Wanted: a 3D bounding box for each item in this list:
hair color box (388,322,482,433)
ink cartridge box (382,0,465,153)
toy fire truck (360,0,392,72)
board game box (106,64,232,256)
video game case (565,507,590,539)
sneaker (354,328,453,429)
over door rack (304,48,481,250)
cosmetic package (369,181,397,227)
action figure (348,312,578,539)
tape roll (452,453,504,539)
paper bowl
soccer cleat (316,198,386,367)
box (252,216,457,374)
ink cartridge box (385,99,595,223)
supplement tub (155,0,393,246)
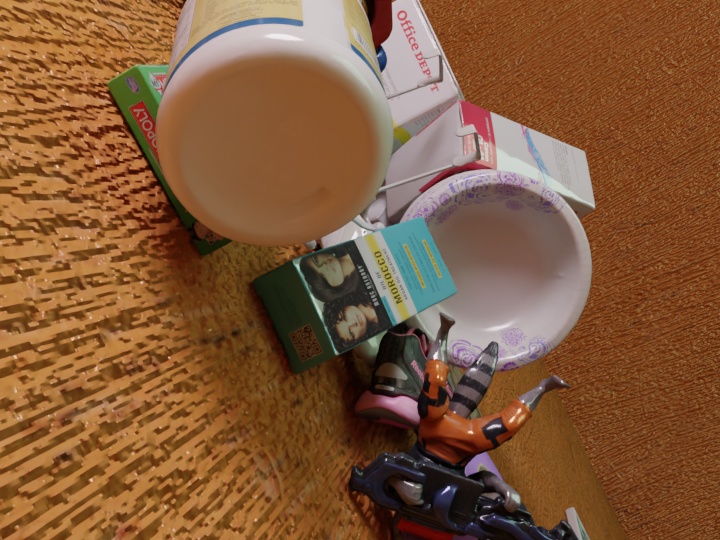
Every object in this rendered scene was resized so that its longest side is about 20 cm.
[{"bbox_3d":[0.072,0.109,0.948,0.201,0.060,0.100,65,14,1],"label":"hair color box"},{"bbox_3d":[0.013,-0.212,1.002,0.146,0.199,0.083,68,14,15],"label":"ink cartridge box"},{"bbox_3d":[-0.052,-0.230,0.800,0.112,0.200,0.168,48,-3,45],"label":"toy fire truck"},{"bbox_3d":[-0.116,-0.097,0.662,0.135,0.029,0.200,61,14,-8],"label":"board game box"},{"bbox_3d":[0.464,0.597,1.648,0.183,0.023,0.200,62,13,-11],"label":"video game case"},{"bbox_3d":[0.059,0.107,0.803,0.200,0.078,0.096,37,57,-66],"label":"sneaker"},{"bbox_3d":[0.017,-0.114,0.828,0.067,0.199,0.148,52,16,-45],"label":"over door rack"},{"bbox_3d":[0.072,-0.083,1.055,0.102,0.074,0.200,54,50,-23],"label":"cosmetic package"},{"bbox_3d":[0.095,0.161,0.691,0.199,0.194,0.105,28,1,-8],"label":"action figure"},{"bbox_3d":[0.116,0.267,0.813,0.201,0.065,0.200,59,13,-23],"label":"tape roll"},{"bbox_3d":[0.128,-0.003,0.864,0.202,0.200,0.104,62,0,-9],"label":"paper bowl"},{"bbox_3d":[0.000,0.000,0.827,0.069,0.077,0.201,47,22,-51],"label":"soccer cleat"},{"bbox_3d":[0.003,0.014,0.712,0.200,0.049,0.083,-22,86,-54],"label":"box"},{"bbox_3d":[0.147,-0.098,0.961,0.199,0.147,0.086,16,57,-29],"label":"ink cartridge box"},{"bbox_3d":[-0.058,-0.127,0.566,0.145,0.144,0.201,55,16,-35],"label":"supplement tub"}]
